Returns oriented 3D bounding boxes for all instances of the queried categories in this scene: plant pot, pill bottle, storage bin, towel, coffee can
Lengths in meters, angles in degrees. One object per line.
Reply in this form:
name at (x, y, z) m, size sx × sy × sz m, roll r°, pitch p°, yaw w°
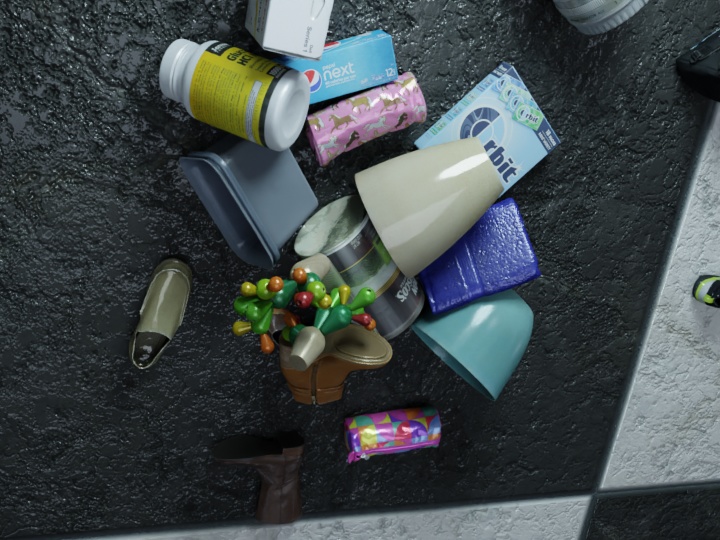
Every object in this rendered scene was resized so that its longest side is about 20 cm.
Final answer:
plant pot at (0.120, -0.118, 1.186) m, size 0.197 × 0.189 × 0.189 m, roll -28°, pitch 120°, yaw 12°
pill bottle at (-0.178, -0.254, 1.059) m, size 0.196 × 0.112 × 0.115 m, roll 22°, pitch 111°, yaw 12°
storage bin at (-0.165, -0.127, 1.162) m, size 0.134 × 0.144 × 0.202 m, roll -43°, pitch 122°, yaw -25°
towel at (0.191, -0.023, 1.277) m, size 0.196 × 0.050 × 0.151 m, roll -19°, pitch 76°, yaw 9°
plant pot at (0.212, 0.102, 1.341) m, size 0.162 × 0.200 × 0.200 m, roll -49°, pitch 118°, yaw -5°
coffee can at (0.000, 0.000, 1.251) m, size 0.145 × 0.147 × 0.202 m, roll -34°, pitch 119°, yaw 2°

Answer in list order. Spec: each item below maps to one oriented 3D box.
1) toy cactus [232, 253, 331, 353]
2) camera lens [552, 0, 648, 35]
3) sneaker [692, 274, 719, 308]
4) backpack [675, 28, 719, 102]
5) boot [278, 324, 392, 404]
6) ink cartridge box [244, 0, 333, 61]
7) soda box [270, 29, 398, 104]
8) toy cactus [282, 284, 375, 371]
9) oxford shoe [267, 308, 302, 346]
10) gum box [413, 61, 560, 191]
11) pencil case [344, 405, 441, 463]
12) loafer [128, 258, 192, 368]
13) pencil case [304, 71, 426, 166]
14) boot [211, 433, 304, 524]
toy cactus at (-0.098, 0.034, 1.093) m, size 0.164 × 0.199 × 0.103 m, roll -38°, pitch 97°, yaw -41°
camera lens at (0.335, -0.479, 1.118) m, size 0.160 × 0.161 × 0.199 m, roll -44°, pitch 119°, yaw 8°
sneaker at (0.776, 0.053, 1.541) m, size 0.195 × 0.083 × 0.073 m, roll -5°, pitch 117°, yaw -14°
backpack at (0.677, -0.371, 1.284) m, size 0.200 × 0.163 × 0.154 m, roll -47°, pitch 127°, yaw 1°
boot at (-0.038, 0.168, 1.264) m, size 0.195 × 0.075 × 0.157 m, roll 6°, pitch 134°, yaw 13°
ink cartridge box at (-0.096, -0.380, 1.014) m, size 0.082 × 0.201 × 0.148 m, roll 6°, pitch 113°, yaw -19°
soda box at (-0.047, -0.304, 1.142) m, size 0.195 × 0.064 × 0.069 m, roll -18°, pitch 118°, yaw -8°
toy cactus at (-0.060, 0.092, 1.136) m, size 0.196 × 0.166 × 0.104 m, roll -13°, pitch 118°, yaw 33°
oxford shoe at (-0.090, 0.141, 1.332) m, size 0.198 × 0.073 × 0.072 m, roll 30°, pitch 105°, yaw -26°
gum box at (0.216, -0.216, 1.271) m, size 0.199 × 0.045 × 0.170 m, roll -41°, pitch 119°, yaw 5°
pencil case at (0.061, 0.317, 1.455) m, size 0.195 × 0.089 × 0.090 m, roll -9°, pitch 117°, yaw -13°
loafer at (-0.327, 0.078, 1.236) m, size 0.074 × 0.068 × 0.204 m, roll 15°, pitch 109°, yaw -22°
pencil case at (0.009, -0.238, 1.180) m, size 0.196 × 0.087 × 0.084 m, roll -25°, pitch 100°, yaw -3°
boot at (-0.195, 0.413, 1.441) m, size 0.181 × 0.065 × 0.204 m, roll 0°, pitch 119°, yaw -14°
